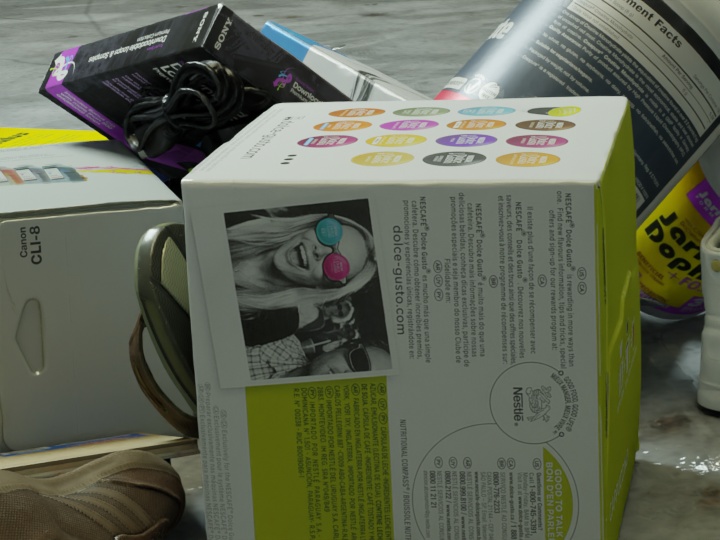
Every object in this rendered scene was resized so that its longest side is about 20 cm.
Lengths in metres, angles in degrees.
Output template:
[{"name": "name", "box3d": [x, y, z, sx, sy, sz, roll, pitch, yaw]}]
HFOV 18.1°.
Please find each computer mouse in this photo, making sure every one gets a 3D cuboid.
[{"name": "computer mouse", "box3d": [-0.044, -0.046, 1.335, 0.199, 0.053, 0.138, 29, -21, -19]}]

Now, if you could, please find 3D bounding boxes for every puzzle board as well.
[{"name": "puzzle board", "box3d": [-0.196, 0.108, 1.178, 0.199, 0.017, 0.151, -7, -1, -17]}]

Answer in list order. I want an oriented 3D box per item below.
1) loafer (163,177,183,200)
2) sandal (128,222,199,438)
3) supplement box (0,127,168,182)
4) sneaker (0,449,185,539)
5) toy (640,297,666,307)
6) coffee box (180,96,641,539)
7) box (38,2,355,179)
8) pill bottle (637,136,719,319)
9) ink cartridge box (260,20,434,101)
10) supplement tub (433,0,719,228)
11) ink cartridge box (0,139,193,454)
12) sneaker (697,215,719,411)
[{"name": "loafer", "box3d": [-0.036, -0.017, 1.424, 0.200, 0.070, 0.068, 22, 40, -16]}, {"name": "sandal", "box3d": [-0.088, 0.051, 1.164, 0.057, 0.201, 0.080, 0, 58, 12]}, {"name": "supplement box", "box3d": [-0.245, -0.039, 1.636, 0.199, 0.109, 0.109, 4, 17, 26]}, {"name": "sneaker", "box3d": [-0.132, 0.135, 1.051, 0.070, 0.076, 0.200, -44, -18, 19]}, {"name": "toy", "box3d": [0.099, 0.028, 1.383, 0.115, 0.047, 0.200, 6, -4, 27]}, {"name": "coffee box", "box3d": [0.035, 0.029, 1.127, 0.197, 0.201, 0.200, 0, 15, 11]}, {"name": "box", "box3d": [-0.090, -0.098, 1.383, 0.143, 0.036, 0.200, 34, -23, -29]}, {"name": "pill bottle", "box3d": [0.233, -0.053, 1.418, 0.104, 0.105, 0.200, -12, -20, -31]}, {"name": "ink cartridge box", "box3d": [0.028, -0.075, 1.490, 0.200, 0.086, 0.146, 34, 9, 35]}, {"name": "supplement tub", "box3d": [0.141, -0.106, 1.318, 0.200, 0.140, 0.140, -48, 26, -7]}, {"name": "ink cartridge box", "box3d": [-0.188, 0.013, 1.347, 0.144, 0.146, 0.200, -6, 15, -14]}, {"name": "sneaker", "box3d": [0.268, 0.006, 1.341, 0.073, 0.116, 0.200, 6, 16, 39]}]
